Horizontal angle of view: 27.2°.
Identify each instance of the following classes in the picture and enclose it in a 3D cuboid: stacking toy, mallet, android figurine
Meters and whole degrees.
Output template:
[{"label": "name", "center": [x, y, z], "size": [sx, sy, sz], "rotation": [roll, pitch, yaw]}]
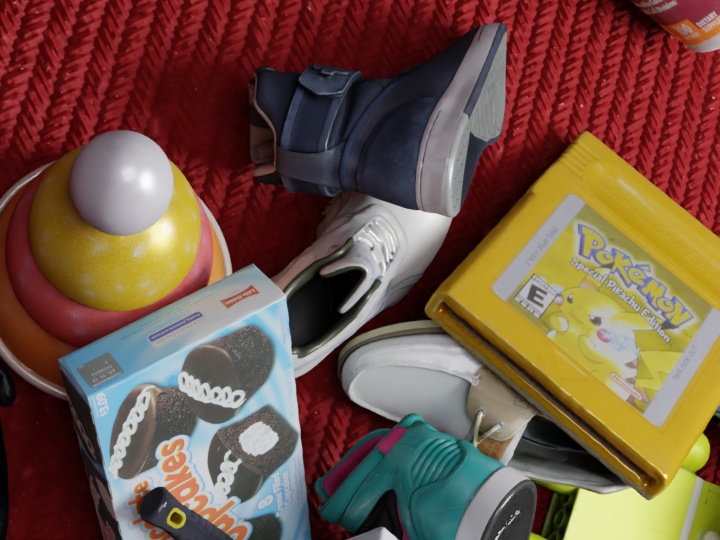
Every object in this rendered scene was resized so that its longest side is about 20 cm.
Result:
[{"label": "stacking toy", "center": [-0.123, -0.019, 0.761], "size": [0.145, 0.200, 0.148], "rotation": [4, 73, -14]}, {"label": "mallet", "center": [-0.054, 0.161, 0.829], "size": [0.066, 0.041, 0.200], "rotation": [-52, 137, -19]}, {"label": "android figurine", "center": [0.181, 0.185, 0.981], "size": [0.199, 0.041, 0.183], "rotation": [26, 75, -18]}]

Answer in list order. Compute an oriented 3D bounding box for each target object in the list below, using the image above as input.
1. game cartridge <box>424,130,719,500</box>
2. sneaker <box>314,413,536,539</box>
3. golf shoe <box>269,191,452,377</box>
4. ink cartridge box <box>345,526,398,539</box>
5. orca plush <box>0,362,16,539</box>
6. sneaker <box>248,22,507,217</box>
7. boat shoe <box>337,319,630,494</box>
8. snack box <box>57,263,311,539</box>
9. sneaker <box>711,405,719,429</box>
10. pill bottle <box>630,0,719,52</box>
[{"label": "game cartridge", "center": [0.159, 0.019, 0.926], "size": [0.176, 0.033, 0.200], "rotation": [39, 51, 6]}, {"label": "sneaker", "center": [0.030, 0.156, 0.876], "size": [0.120, 0.201, 0.084], "rotation": [34, 53, 24]}, {"label": "golf shoe", "center": [0.000, 0.000, 0.884], "size": [0.200, 0.097, 0.078], "rotation": [-46, 102, -23]}, {"label": "ink cartridge box", "center": [0.034, 0.258, 0.793], "size": [0.200, 0.083, 0.147], "rotation": [44, 37, -27]}, {"label": "orca plush", "center": [-0.228, 0.101, 0.784], "size": [0.104, 0.071, 0.202], "rotation": [0, 85, -24]}, {"label": "sneaker", "center": [0.011, -0.104, 0.909], "size": [0.203, 0.145, 0.078], "rotation": [-56, 149, -57]}, {"label": "boat shoe", "center": [0.083, 0.085, 0.904], "size": [0.198, 0.075, 0.069], "rotation": [10, 46, -9]}, {"label": "snack box", "center": [-0.088, 0.102, 0.803], "size": [0.116, 0.037, 0.201], "rotation": [-27, 137, -24]}, {"label": "sneaker", "center": [0.250, 0.083, 0.996], "size": [0.198, 0.090, 0.079], "rotation": [14, 45, -2]}, {"label": "pill bottle", "center": [0.187, -0.246, 0.982], "size": [0.199, 0.114, 0.115], "rotation": [34, 73, -17]}]
